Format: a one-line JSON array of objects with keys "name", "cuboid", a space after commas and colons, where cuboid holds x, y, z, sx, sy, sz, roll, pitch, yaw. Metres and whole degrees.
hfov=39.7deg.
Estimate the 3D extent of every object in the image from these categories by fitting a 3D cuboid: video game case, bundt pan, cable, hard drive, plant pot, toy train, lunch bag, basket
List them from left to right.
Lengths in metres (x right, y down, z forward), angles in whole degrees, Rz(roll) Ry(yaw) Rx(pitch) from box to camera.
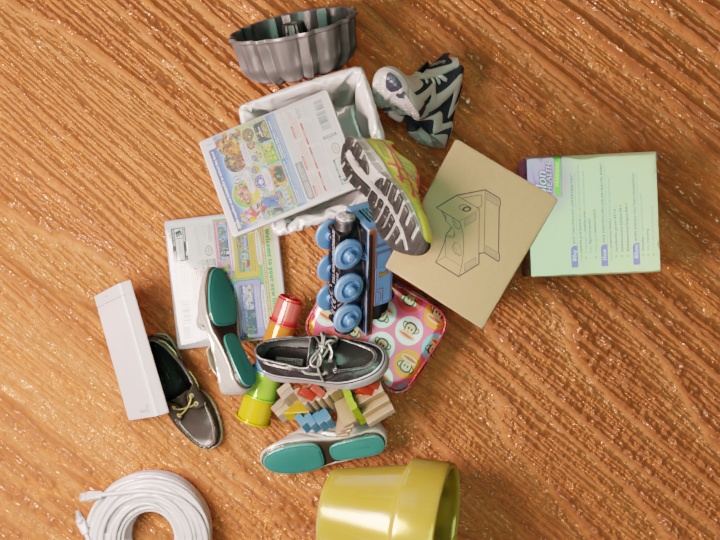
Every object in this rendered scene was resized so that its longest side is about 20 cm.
[{"name": "hard drive", "cuboid": [-0.352, 0.125, 1.524, 0.026, 0.131, 0.204, -16, 89, -33]}, {"name": "cable", "cuboid": [-0.326, 0.413, 1.549, 0.196, 0.069, 0.204, -16, 90, 1]}, {"name": "video game case", "cuboid": [-0.209, 0.013, 1.568, 0.178, 0.022, 0.205, -7, 89, 2]}, {"name": "video game case", "cuboid": [-0.113, -0.150, 1.409, 0.196, 0.018, 0.146, -21, 89, 2]}, {"name": "bundt pan", "cuboid": [-0.094, -0.332, 1.489, 0.197, 0.203, 0.077, -11, 115, 2]}, {"name": "basket", "cuboid": [-0.059, -0.170, 1.494, 0.196, 0.161, 0.202, -17, 89, 1]}, {"name": "toy train", "cuboid": [0.000, 0.000, 1.417, 0.112, 0.087, 0.203, -16, 127, -23]}, {"name": "lunch bag", "cuboid": [0.018, 0.093, 1.530, 0.198, 0.082, 0.178, 34, 92, 1]}, {"name": "plant pot", "cuboid": [0.039, 0.374, 1.483, 0.185, 0.200, 0.206, 6, 90, 16]}]

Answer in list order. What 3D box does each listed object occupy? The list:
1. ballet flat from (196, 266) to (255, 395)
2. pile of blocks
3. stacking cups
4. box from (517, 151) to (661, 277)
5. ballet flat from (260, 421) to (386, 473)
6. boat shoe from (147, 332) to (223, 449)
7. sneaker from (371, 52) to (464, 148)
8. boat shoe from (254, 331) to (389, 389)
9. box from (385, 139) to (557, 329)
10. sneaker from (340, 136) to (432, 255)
[{"name": "ballet flat", "cuboid": [-0.217, 0.097, 1.522, 0.068, 0.069, 0.204, -19, 76, 2]}, {"name": "pile of blocks", "cuboid": [-0.049, 0.198, 1.478, 0.196, 0.062, 0.083, -11, 52, 19]}, {"name": "stacking cups", "cuboid": [-0.136, 0.138, 1.529, 0.059, 0.061, 0.204, 19, 101, 2]}, {"name": "box", "cuboid": [0.344, -0.082, 1.512, 0.195, 0.097, 0.180, -3, 90, 1]}, {"name": "ballet flat", "cuboid": [-0.056, 0.264, 1.538, 0.196, 0.069, 0.071, -11, 90, 2]}, {"name": "boat shoe", "cuboid": [-0.282, 0.192, 1.550, 0.071, 0.061, 0.203, -32, 89, 1]}, {"name": "sneaker", "cuboid": [0.094, -0.283, 1.488, 0.078, 0.198, 0.132, 12, 75, 41]}, {"name": "boat shoe", "cuboid": [-0.058, 0.123, 1.449, 0.195, 0.068, 0.075, 4, 62, 15]}, {"name": "box", "cuboid": [0.148, -0.050, 1.355, 0.162, 0.021, 0.202, 31, 92, 11]}, {"name": "sneaker", "cuboid": [0.054, -0.109, 1.347, 0.089, 0.079, 0.202, -11, 59, -34]}]
